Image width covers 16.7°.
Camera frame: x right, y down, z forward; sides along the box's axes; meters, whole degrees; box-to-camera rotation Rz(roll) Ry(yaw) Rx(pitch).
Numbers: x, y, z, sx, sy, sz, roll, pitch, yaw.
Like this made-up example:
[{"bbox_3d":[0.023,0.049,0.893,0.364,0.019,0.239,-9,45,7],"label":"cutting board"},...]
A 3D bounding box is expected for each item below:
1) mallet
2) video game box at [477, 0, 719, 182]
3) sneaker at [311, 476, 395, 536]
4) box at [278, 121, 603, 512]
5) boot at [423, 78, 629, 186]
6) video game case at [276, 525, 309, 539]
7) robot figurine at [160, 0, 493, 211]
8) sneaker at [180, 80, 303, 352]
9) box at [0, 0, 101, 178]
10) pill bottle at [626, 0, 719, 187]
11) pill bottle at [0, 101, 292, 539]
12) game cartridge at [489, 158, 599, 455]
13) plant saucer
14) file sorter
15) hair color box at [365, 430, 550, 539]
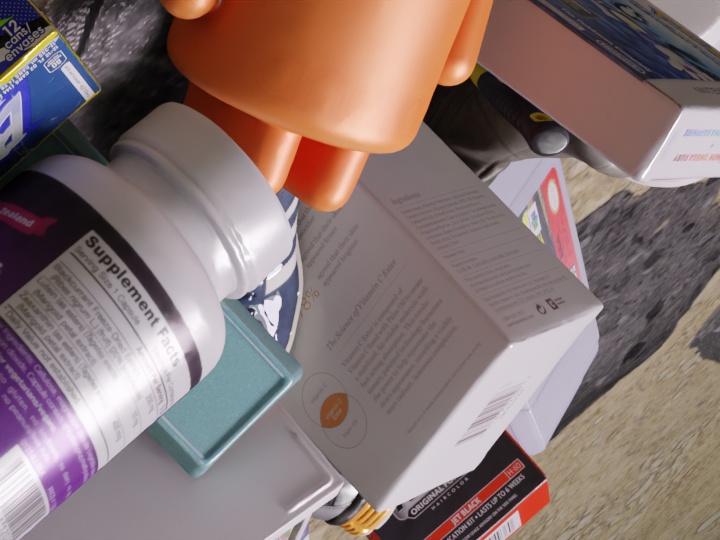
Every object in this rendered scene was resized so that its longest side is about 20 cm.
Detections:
[{"bbox_3d":[0.053,-0.094,1.202,0.200,0.066,0.041,-108,-159,-68],"label":"mallet"},{"bbox_3d":[0.103,-0.115,1.187,0.047,0.200,0.182,-57,159,16],"label":"video game box"},{"bbox_3d":[-0.020,0.041,1.327,0.077,0.201,0.078,12,150,-27],"label":"sneaker"},{"bbox_3d":[0.000,0.000,1.231,0.097,0.200,0.124,-18,150,-55],"label":"box"},{"bbox_3d":[0.070,-0.058,1.304,0.131,0.200,0.068,-47,119,2],"label":"boot"},{"bbox_3d":[-0.062,0.085,1.352,0.143,0.018,0.201,-41,133,-64],"label":"video game case"},{"bbox_3d":[-0.008,-0.128,1.023,0.117,0.144,0.200,-93,-156,-75],"label":"robot figurine"},{"bbox_3d":[-0.064,-0.022,1.144,0.085,0.075,0.201,-65,161,-69],"label":"sneaker"},{"bbox_3d":[-0.200,-0.037,0.946,0.200,0.064,0.070,-41,163,-3],"label":"box"},{"bbox_3d":[0.180,-0.132,1.459,0.112,0.112,0.200,-41,163,-6],"label":"pill bottle"},{"bbox_3d":[-0.125,0.024,0.976,0.200,0.111,0.111,-41,163,-21],"label":"pill bottle"},{"bbox_3d":[0.094,0.003,1.475,0.133,0.041,0.200,-50,133,-48],"label":"game cartridge"},{"bbox_3d":[-0.110,0.002,1.054,0.070,0.200,0.019,-44,-160,-5],"label":"plant saucer"},{"bbox_3d":[-0.134,0.085,1.153,0.139,0.200,0.125,-33,164,-28],"label":"file sorter"},{"bbox_3d":[0.011,0.090,1.458,0.101,0.200,0.061,-41,162,-8],"label":"hair color box"}]
